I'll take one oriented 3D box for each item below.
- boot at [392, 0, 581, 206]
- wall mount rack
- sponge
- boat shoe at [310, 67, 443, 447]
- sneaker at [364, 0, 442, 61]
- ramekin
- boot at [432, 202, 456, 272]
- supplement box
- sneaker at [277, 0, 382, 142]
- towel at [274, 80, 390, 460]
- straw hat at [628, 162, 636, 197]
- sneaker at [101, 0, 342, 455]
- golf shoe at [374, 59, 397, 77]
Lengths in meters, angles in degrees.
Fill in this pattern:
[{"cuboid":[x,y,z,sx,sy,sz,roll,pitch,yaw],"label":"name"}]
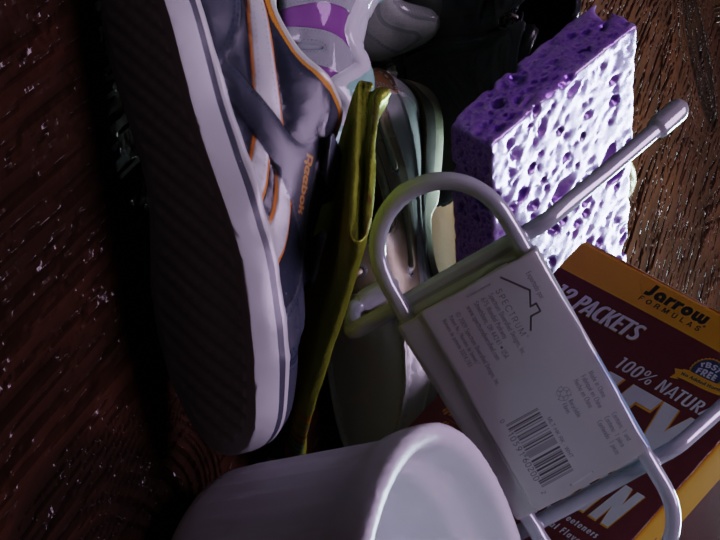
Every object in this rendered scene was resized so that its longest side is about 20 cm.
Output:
[{"cuboid":[0.066,-0.143,1.255,0.069,0.132,0.201,13,53,-31],"label":"boot"},{"cuboid":[0.095,0.027,1.021,0.201,0.173,0.075,59,9,-11],"label":"wall mount rack"},{"cuboid":[0.091,-0.021,1.179,0.111,0.030,0.201,-39,143,-32],"label":"sponge"},{"cuboid":[0.000,0.000,1.164,0.068,0.074,0.202,12,70,-50],"label":"boat shoe"},{"cuboid":[-0.016,-0.193,1.190,0.075,0.081,0.201,-74,149,-54],"label":"sneaker"},{"cuboid":[-0.004,0.165,0.945,0.200,0.097,0.202,-7,90,-67],"label":"ramekin"},{"cuboid":[0.047,0.057,1.288,0.175,0.066,0.201,56,28,-57],"label":"boot"},{"cuboid":[0.116,0.137,1.164,0.197,0.132,0.201,-45,141,-21],"label":"supplement box"},{"cuboid":[-0.050,-0.138,1.074,0.140,0.077,0.201,45,46,-32],"label":"sneaker"},{"cuboid":[-0.013,0.014,1.019,0.201,0.018,0.087,106,-12,-52],"label":"towel"},{"cuboid":[0.126,-0.067,1.490,0.201,0.084,0.203,169,-90,-86],"label":"straw hat"},{"cuboid":[-0.043,-0.030,0.958,0.079,0.078,0.202,-10,89,-37],"label":"sneaker"},{"cuboid":[0.048,-0.079,1.394,0.088,0.077,0.201,-117,-164,-76],"label":"golf shoe"}]
